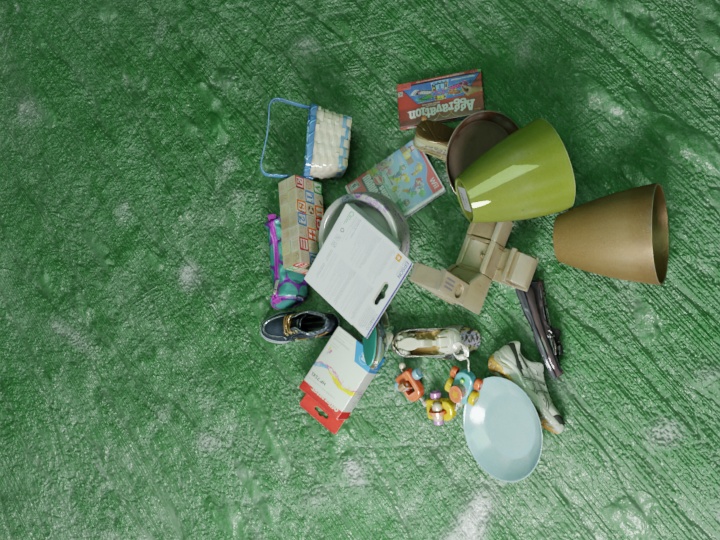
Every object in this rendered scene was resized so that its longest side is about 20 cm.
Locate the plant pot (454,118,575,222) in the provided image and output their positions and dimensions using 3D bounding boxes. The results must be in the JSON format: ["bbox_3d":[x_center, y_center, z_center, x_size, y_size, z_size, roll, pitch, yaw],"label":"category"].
[{"bbox_3d":[0.294,-0.174,1.487,0.196,0.188,0.191,-22,73,-4],"label":"plant pot"}]

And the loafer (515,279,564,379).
[{"bbox_3d":[0.372,0.113,1.504,0.062,0.072,0.204,-22,71,9],"label":"loafer"}]

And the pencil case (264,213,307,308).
[{"bbox_3d":[-0.170,-0.021,1.700,0.084,0.091,0.206,-16,73,33],"label":"pencil case"}]

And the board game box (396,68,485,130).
[{"bbox_3d":[0.180,-0.384,1.686,0.195,0.019,0.106,-7,79,17],"label":"board game box"}]

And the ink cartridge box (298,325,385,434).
[{"bbox_3d":[-0.050,0.239,1.624,0.115,0.067,0.203,33,91,20],"label":"ink cartridge box"}]

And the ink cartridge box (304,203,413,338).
[{"bbox_3d":[0.000,0.000,1.554,0.199,0.040,0.202,42,114,21],"label":"ink cartridge box"}]

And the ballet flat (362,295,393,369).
[{"bbox_3d":[0.036,0.123,1.586,0.073,0.075,0.203,-21,48,14],"label":"ballet flat"}]

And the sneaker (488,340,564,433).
[{"bbox_3d":[0.347,0.227,1.488,0.087,0.076,0.201,-38,82,-17],"label":"sneaker"}]

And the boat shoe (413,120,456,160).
[{"bbox_3d":[0.210,-0.266,1.629,0.196,0.063,0.075,22,62,4],"label":"boat shoe"}]

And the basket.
[{"bbox_3d":[-0.122,-0.287,1.696,0.194,0.139,0.182,10,82,-11],"label":"basket"}]

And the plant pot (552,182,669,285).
[{"bbox_3d":[0.482,-0.065,1.456,0.196,0.185,0.192,-2,79,33],"label":"plant pot"}]

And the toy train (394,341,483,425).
[{"bbox_3d":[0.152,0.237,1.529,0.199,0.055,0.153,-35,82,37],"label":"toy train"}]

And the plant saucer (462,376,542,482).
[{"bbox_3d":[0.287,0.310,1.481,0.198,0.038,0.207,5,96,49],"label":"plant saucer"}]

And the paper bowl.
[{"bbox_3d":[0.015,-0.068,1.621,0.196,0.104,0.207,6,101,28],"label":"paper bowl"}]

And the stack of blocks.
[{"bbox_3d":[-0.119,-0.098,1.678,0.058,0.114,0.206,-18,69,38],"label":"stack of blocks"}]

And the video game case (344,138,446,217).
[{"bbox_3d":[0.076,-0.184,1.685,0.197,0.017,0.145,-32,71,11],"label":"video game case"}]

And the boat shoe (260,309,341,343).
[{"bbox_3d":[-0.146,0.119,1.667,0.195,0.091,0.073,-7,78,18],"label":"boat shoe"}]

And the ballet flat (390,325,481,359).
[{"bbox_3d":[0.153,0.153,1.571,0.195,0.072,0.074,-4,78,18],"label":"ballet flat"}]

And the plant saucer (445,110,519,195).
[{"bbox_3d":[0.260,-0.229,1.567,0.195,0.034,0.207,-3,98,-20],"label":"plant saucer"}]

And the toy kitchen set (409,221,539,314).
[{"bbox_3d":[0.237,-0.027,1.491,0.161,0.179,0.205,19,85,40],"label":"toy kitchen set"}]
